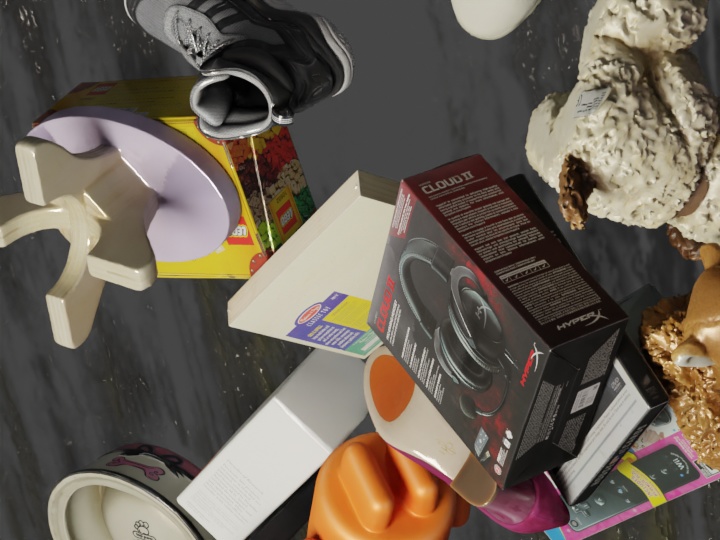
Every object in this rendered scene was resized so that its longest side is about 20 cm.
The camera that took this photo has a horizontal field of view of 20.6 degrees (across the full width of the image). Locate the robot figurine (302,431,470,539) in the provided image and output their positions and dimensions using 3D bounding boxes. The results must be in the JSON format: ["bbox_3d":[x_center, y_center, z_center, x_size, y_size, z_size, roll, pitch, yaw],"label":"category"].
[{"bbox_3d":[0.013,0.208,1.593,0.116,0.144,0.201,25,145,12],"label":"robot figurine"}]

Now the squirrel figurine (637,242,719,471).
[{"bbox_3d":[0.265,0.070,1.347,0.186,0.142,0.199,35,153,-32],"label":"squirrel figurine"}]

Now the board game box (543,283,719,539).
[{"bbox_3d":[0.188,0.116,1.528,0.148,0.064,0.200,50,136,-7],"label":"board game box"}]

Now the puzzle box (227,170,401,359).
[{"bbox_3d":[0.000,0.000,1.536,0.132,0.026,0.200,15,142,-30],"label":"puzzle box"}]

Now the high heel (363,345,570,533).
[{"bbox_3d":[0.076,0.130,1.495,0.068,0.096,0.200,-52,44,14],"label":"high heel"}]

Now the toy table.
[{"bbox_3d":[-0.208,-0.045,1.534,0.199,0.117,0.185,4,124,34],"label":"toy table"}]

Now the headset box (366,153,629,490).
[{"bbox_3d":[0.087,0.028,1.408,0.200,0.077,0.149,50,144,31],"label":"headset box"}]

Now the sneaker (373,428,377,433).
[{"bbox_3d":[0.060,0.116,1.615,0.088,0.077,0.201,22,140,19],"label":"sneaker"}]

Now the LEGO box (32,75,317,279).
[{"bbox_3d":[-0.149,-0.075,1.608,0.199,0.077,0.150,1,123,34],"label":"LEGO box"}]

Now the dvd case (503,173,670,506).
[{"bbox_3d":[0.136,0.051,1.440,0.201,0.025,0.151,59,148,22],"label":"dvd case"}]

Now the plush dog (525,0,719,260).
[{"bbox_3d":[0.214,-0.077,1.320,0.171,0.161,0.200,15,138,-10],"label":"plush dog"}]

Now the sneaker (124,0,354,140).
[{"bbox_3d":[-0.112,-0.164,1.487,0.199,0.114,0.076,22,132,20],"label":"sneaker"}]

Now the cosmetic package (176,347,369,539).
[{"bbox_3d":[-0.069,0.150,1.709,0.071,0.101,0.200,43,136,0],"label":"cosmetic package"}]

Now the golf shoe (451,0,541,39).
[{"bbox_3d":[0.090,-0.224,1.311,0.078,0.097,0.201,28,136,12],"label":"golf shoe"}]

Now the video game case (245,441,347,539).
[{"bbox_3d":[-0.098,0.251,1.734,0.026,0.200,0.181,45,136,1],"label":"video game case"}]

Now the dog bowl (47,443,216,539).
[{"bbox_3d":[-0.199,0.252,1.900,0.199,0.074,0.201,20,132,23],"label":"dog bowl"}]
